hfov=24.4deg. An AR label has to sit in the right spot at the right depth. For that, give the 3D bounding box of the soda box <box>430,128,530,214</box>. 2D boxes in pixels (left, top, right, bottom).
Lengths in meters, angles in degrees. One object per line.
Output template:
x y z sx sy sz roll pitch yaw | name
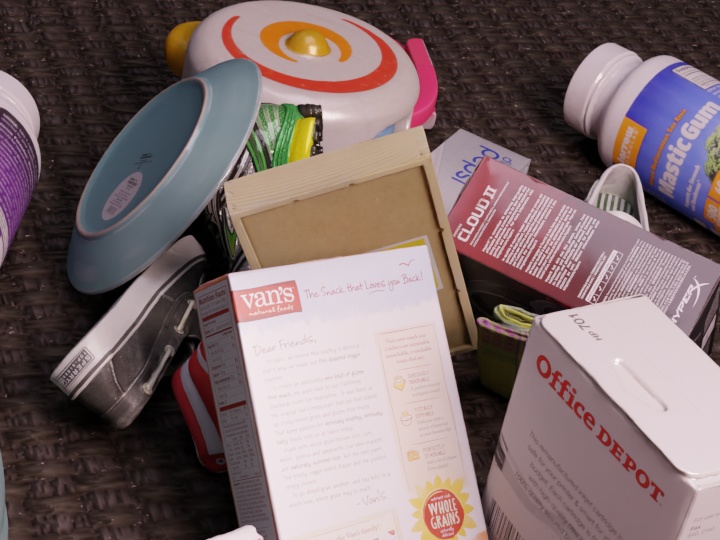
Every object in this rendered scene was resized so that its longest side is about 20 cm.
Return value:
0.056 -0.037 1.273 0.068 0.064 0.200 26 35 18 | soda box

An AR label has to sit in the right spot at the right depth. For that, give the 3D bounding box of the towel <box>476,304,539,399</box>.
0.173 0.081 1.088 0.199 0.144 0.023 18 69 12 | towel

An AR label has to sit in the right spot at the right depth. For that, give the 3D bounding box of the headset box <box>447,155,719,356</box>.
0.140 0.015 1.141 0.199 0.149 0.077 26 71 17 | headset box

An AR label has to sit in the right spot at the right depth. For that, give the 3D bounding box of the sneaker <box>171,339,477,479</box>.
-0.027 0.103 1.050 0.200 0.112 0.071 41 29 -14 | sneaker

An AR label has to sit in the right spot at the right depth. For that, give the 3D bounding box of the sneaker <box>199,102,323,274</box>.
-0.075 -0.022 1.150 0.085 0.078 0.201 5 66 4 | sneaker

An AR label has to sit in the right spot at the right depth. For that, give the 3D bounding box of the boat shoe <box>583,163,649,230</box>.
0.188 -0.016 1.287 0.073 0.067 0.200 11 34 -3 | boat shoe

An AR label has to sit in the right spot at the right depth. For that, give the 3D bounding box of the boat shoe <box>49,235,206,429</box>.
-0.137 0.042 1.095 0.064 0.071 0.200 42 29 -5 | boat shoe

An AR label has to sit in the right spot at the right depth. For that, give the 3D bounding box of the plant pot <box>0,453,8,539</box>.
-0.286 0.093 0.897 0.199 0.135 0.201 9 34 -6 | plant pot

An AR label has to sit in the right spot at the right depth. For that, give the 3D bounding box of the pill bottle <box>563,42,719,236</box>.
0.273 -0.114 1.420 0.200 0.113 0.112 35 39 29 | pill bottle

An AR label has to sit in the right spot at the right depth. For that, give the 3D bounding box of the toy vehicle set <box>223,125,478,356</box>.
0.000 0.000 1.047 0.124 0.200 0.027 -15 51 3 | toy vehicle set

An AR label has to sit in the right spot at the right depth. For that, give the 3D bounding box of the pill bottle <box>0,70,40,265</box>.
-0.282 -0.059 1.141 0.111 0.112 0.200 12 34 -3 | pill bottle

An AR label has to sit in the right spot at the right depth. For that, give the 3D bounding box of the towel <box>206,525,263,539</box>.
-0.081 0.228 0.737 0.146 0.201 0.030 -19 10 -38 | towel

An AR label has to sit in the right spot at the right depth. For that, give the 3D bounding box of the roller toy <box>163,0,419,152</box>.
-0.051 -0.124 1.293 0.181 0.140 0.200 -2 36 -22 | roller toy

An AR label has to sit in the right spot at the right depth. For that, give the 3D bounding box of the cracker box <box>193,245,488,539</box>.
-0.009 0.094 0.959 0.133 0.058 0.201 -8 84 -30 | cracker box

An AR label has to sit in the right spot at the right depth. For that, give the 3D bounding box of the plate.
-0.144 -0.073 1.152 0.026 0.200 0.201 39 23 -28 | plate

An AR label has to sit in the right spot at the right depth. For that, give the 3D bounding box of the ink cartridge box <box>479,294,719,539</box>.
0.142 0.138 0.924 0.085 0.201 0.147 -9 40 -30 | ink cartridge box

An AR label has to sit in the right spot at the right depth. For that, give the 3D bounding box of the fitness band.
-0.007 -0.171 1.477 0.143 0.038 0.200 3 34 -11 | fitness band
